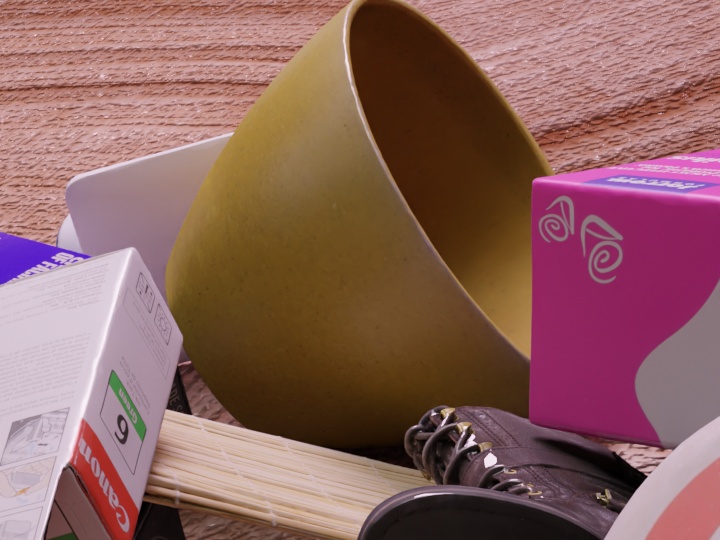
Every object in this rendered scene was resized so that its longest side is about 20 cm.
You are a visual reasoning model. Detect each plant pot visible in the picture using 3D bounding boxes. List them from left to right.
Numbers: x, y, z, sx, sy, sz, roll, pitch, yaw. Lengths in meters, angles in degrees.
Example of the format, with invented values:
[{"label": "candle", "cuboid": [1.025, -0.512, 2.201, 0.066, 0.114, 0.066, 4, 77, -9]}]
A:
[{"label": "plant pot", "cuboid": [0.000, 0.000, 1.246, 0.142, 0.200, 0.200, -32, 17, 22]}]

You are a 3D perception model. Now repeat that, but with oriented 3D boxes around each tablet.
[{"label": "tablet", "cuboid": [-0.031, -0.020, 1.347, 0.200, 0.130, 0.014, -16, 42, -3]}]

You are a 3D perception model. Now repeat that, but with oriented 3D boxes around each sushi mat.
[{"label": "sushi mat", "cuboid": [-0.014, 0.085, 1.098, 0.200, 0.012, 0.096, 16, 13, -31]}]

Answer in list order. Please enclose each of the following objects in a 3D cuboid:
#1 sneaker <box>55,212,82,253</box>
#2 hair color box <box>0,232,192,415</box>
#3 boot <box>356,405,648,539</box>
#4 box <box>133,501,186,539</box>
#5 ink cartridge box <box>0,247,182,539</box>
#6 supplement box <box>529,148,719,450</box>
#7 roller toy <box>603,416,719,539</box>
[{"label": "sneaker", "cuboid": [-0.099, -0.018, 1.445, 0.071, 0.073, 0.200, -14, 2, 33]}, {"label": "hair color box", "cuboid": [-0.163, 0.044, 1.299, 0.065, 0.109, 0.200, -32, 29, -35]}, {"label": "boot", "cuboid": [0.057, 0.096, 1.052, 0.200, 0.069, 0.174, 18, 12, -29]}, {"label": "box", "cuboid": [-0.166, 0.155, 1.059, 0.200, 0.106, 0.122, -7, 24, 14]}, {"label": "ink cartridge box", "cuboid": [-0.133, 0.078, 0.995, 0.109, 0.050, 0.200, -16, 32, 17]}, {"label": "supplement box", "cuboid": [0.165, 0.006, 1.135, 0.101, 0.104, 0.200, 8, 13, 39]}, {"label": "roller toy", "cuboid": [0.166, 0.134, 0.835, 0.200, 0.140, 0.183, 23, 69, 36]}]
